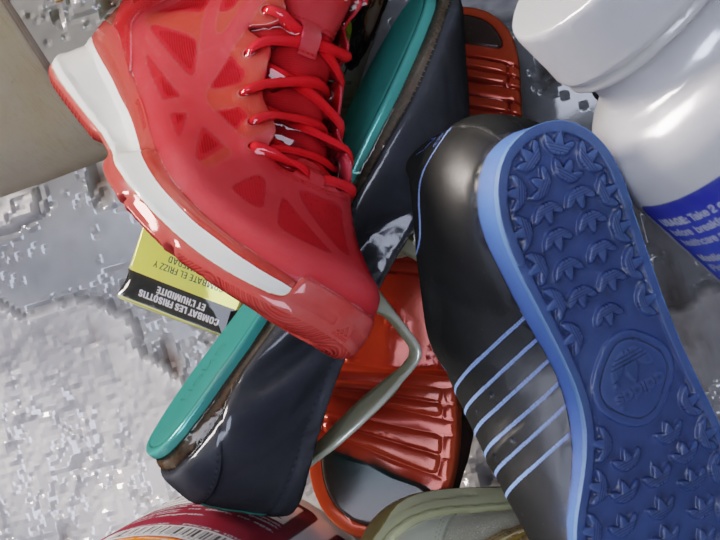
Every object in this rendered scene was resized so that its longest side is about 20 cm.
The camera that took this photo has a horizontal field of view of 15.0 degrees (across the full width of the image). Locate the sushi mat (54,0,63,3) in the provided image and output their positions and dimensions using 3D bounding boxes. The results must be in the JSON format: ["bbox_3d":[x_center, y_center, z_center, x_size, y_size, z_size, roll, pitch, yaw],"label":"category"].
[{"bbox_3d":[-0.096,-0.201,0.947,0.096,0.012,0.200,-20,86,14],"label":"sushi mat"}]

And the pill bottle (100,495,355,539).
[{"bbox_3d":[-0.053,0.138,0.984,0.113,0.200,0.113,1,94,12],"label":"pill bottle"}]

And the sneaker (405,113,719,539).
[{"bbox_3d":[0.069,0.042,0.922,0.070,0.078,0.200,-20,103,-25],"label":"sneaker"}]

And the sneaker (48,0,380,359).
[{"bbox_3d":[-0.029,-0.063,0.917,0.116,0.078,0.200,-51,44,8],"label":"sneaker"}]

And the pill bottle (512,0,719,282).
[{"bbox_3d":[0.149,-0.044,0.914,0.200,0.112,0.112,42,102,-17],"label":"pill bottle"}]

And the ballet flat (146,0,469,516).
[{"bbox_3d":[0.000,0.000,0.967,0.073,0.073,0.200,29,84,9],"label":"ballet flat"}]

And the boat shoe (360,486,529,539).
[{"bbox_3d":[0.101,0.109,0.981,0.200,0.066,0.074,-9,115,-16],"label":"boat shoe"}]

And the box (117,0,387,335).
[{"bbox_3d":[-0.030,-0.077,1.030,0.050,0.075,0.200,21,99,12],"label":"box"}]

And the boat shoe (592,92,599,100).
[{"bbox_3d":[0.101,-0.088,1.003,0.200,0.072,0.068,30,100,5],"label":"boat shoe"}]

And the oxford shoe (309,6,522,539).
[{"bbox_3d":[0.022,0.002,1.029,0.071,0.073,0.200,12,86,14],"label":"oxford shoe"}]

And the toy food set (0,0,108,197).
[{"bbox_3d":[-0.184,-0.106,1.026,0.143,0.060,0.200,-17,117,31],"label":"toy food set"}]
